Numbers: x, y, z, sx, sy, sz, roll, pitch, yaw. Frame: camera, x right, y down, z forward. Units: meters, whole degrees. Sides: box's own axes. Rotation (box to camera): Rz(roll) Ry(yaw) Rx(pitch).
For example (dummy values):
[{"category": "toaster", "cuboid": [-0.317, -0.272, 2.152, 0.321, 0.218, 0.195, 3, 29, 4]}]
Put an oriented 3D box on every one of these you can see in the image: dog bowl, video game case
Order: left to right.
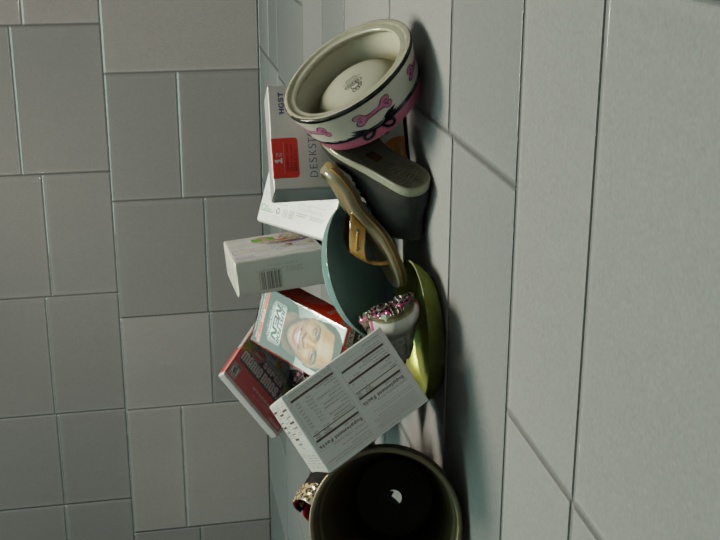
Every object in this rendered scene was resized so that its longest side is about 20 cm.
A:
[{"category": "video game case", "cuboid": [-0.140, 0.155, 1.917, 0.144, 0.017, 0.201, 51, -137, -19]}, {"category": "dog bowl", "cuboid": [-0.004, -0.246, 1.577, 0.074, 0.198, 0.201, 54, -170, -35]}]

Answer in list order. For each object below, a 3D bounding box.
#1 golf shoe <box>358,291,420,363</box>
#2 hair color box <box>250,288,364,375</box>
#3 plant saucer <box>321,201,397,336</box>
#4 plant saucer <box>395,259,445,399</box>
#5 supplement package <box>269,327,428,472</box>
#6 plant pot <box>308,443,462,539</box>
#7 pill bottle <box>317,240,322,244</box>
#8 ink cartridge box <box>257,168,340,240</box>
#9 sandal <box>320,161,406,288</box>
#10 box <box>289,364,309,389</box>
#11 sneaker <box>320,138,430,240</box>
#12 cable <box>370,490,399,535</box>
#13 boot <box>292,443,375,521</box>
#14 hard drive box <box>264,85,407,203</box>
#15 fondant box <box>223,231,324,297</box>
[{"category": "golf shoe", "cuboid": [0.049, 0.082, 1.547, 0.200, 0.072, 0.093, 125, 122, -82]}, {"category": "hair color box", "cuboid": [-0.080, 0.099, 1.827, 0.198, 0.061, 0.103, 25, 107, 39]}, {"category": "plant saucer", "cuboid": [0.000, 0.000, 1.680, 0.199, 0.027, 0.204, 28, -125, -50]}, {"category": "plant saucer", "cuboid": [0.083, 0.086, 1.600, 0.200, 0.031, 0.204, 177, 90, -79]}, {"category": "supplement package", "cuboid": [-0.020, 0.172, 1.505, 0.112, 0.155, 0.200, 55, 168, 3]}, {"category": "plant pot", "cuboid": [0.039, 0.323, 1.559, 0.174, 0.196, 0.204, -11, -82, -85]}, {"category": "pill bottle", "cuboid": [-0.020, -0.029, 1.906, 0.200, 0.109, 0.113, -160, 67, -79]}, {"category": "ink cartridge box", "cuboid": [-0.072, -0.156, 1.839, 0.195, 0.043, 0.203, 18, 94, 48]}, {"category": "sandal", "cuboid": [-0.005, -0.056, 1.610, 0.201, 0.054, 0.080, 56, 170, -9]}, {"category": "box", "cuboid": [-0.040, 0.167, 1.918, 0.113, 0.131, 0.204, -8, 84, 38]}, {"category": "sneaker", "cuboid": [0.012, -0.122, 1.619, 0.199, 0.074, 0.107, 38, 143, 32]}, {"category": "cable", "cuboid": [0.035, 0.389, 1.747, 0.164, 0.050, 0.200, 57, -169, -16]}, {"category": "boot", "cuboid": [-0.035, 0.300, 1.697, 0.152, 0.073, 0.200, -56, -6, -22]}, {"category": "hard drive box", "cuboid": [-0.037, -0.187, 1.701, 0.077, 0.196, 0.159, 134, 131, -79]}, {"category": "fondant box", "cuboid": [-0.139, -0.015, 1.867, 0.200, 0.142, 0.059, -134, 36, -74]}]
